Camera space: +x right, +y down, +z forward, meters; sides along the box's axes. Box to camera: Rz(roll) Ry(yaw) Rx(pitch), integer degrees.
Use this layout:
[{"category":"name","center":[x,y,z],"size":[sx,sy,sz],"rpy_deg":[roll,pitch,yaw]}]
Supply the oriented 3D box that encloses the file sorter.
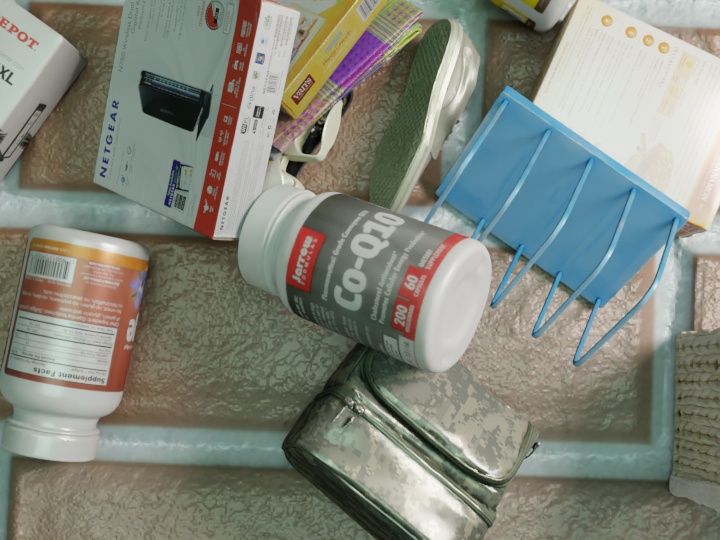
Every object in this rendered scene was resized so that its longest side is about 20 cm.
[{"category":"file sorter","center":[0.161,-0.032,0.846],"size":[0.199,0.139,0.123],"rpy_deg":[34,46,1]}]

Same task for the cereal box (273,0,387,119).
[{"category":"cereal box","center":[-0.089,-0.243,0.881],"size":[0.199,0.040,0.144],"rpy_deg":[36,86,33]}]

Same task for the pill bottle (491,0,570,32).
[{"category":"pill bottle","center":[0.125,-0.324,0.899],"size":[0.199,0.109,0.110],"rpy_deg":[34,86,1]}]

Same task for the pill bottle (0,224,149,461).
[{"category":"pill bottle","center":[-0.266,0.066,0.867],"size":[0.111,0.112,0.203],"rpy_deg":[11,87,0]}]

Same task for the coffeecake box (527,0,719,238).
[{"category":"coffeecake box","center":[0.262,-0.145,0.908],"size":[0.198,0.073,0.155],"rpy_deg":[25,86,1]}]

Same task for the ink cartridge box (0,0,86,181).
[{"category":"ink cartridge box","center":[-0.381,-0.170,0.893],"size":[0.145,0.084,0.201],"rpy_deg":[35,87,1]}]

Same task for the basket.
[{"category":"basket","center":[0.395,0.131,0.832],"size":[0.195,0.200,0.163],"rpy_deg":[0,84,-1]}]

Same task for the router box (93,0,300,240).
[{"category":"router box","center":[-0.152,-0.149,0.842],"size":[0.178,0.049,0.202],"rpy_deg":[22,105,36]}]

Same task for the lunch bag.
[{"category":"lunch bag","center":[0.046,0.151,0.861],"size":[0.199,0.139,0.168],"rpy_deg":[39,70,1]}]

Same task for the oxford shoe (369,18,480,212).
[{"category":"oxford shoe","center":[0.065,-0.140,0.912],"size":[0.057,0.075,0.202],"rpy_deg":[23,88,-35]}]

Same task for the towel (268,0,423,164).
[{"category":"towel","center":[-0.051,-0.199,0.889],"size":[0.200,0.023,0.143],"rpy_deg":[-44,55,-8]}]

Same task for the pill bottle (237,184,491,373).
[{"category":"pill bottle","center":[0.000,0.000,0.804],"size":[0.198,0.114,0.115],"rpy_deg":[21,86,27]}]

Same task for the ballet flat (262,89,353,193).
[{"category":"ballet flat","center":[-0.070,-0.108,0.898],"size":[0.073,0.073,0.201],"rpy_deg":[33,84,1]}]
